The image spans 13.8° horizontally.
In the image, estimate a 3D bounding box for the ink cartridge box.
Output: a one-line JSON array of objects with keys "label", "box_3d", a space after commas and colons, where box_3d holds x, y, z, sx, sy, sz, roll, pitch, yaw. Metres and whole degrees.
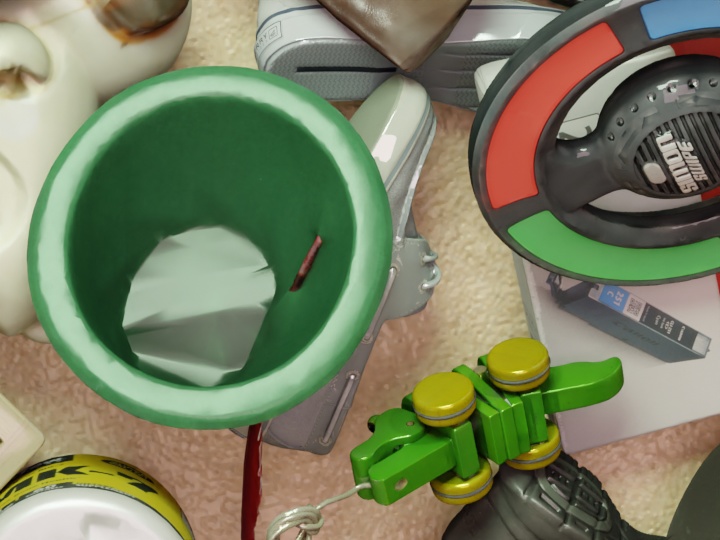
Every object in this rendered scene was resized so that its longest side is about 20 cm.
[{"label": "ink cartridge box", "box_3d": [0.161, -0.025, 1.454, 0.175, 0.045, 0.201, -16, 115, -3]}]

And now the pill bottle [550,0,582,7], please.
[{"label": "pill bottle", "box_3d": [0.126, -0.183, 1.399, 0.113, 0.200, 0.114, 0, 92, -6]}]

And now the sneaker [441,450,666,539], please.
[{"label": "sneaker", "box_3d": [0.124, 0.170, 1.485, 0.200, 0.076, 0.091, 39, 115, -14]}]

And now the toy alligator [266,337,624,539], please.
[{"label": "toy alligator", "box_3d": [0.032, 0.078, 1.415, 0.199, 0.054, 0.059, -24, 125, -18]}]

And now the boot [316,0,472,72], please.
[{"label": "boot", "box_3d": [0.004, -0.213, 1.415, 0.200, 0.064, 0.187, 31, 95, 22]}]

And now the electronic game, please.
[{"label": "electronic game", "box_3d": [0.147, -0.064, 1.353, 0.199, 0.200, 0.042, -10, 50, -4]}]

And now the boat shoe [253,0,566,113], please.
[{"label": "boat shoe", "box_3d": [0.046, -0.122, 1.460, 0.199, 0.074, 0.067, 5, 54, -16]}]

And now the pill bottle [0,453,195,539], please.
[{"label": "pill bottle", "box_3d": [-0.131, 0.147, 1.392, 0.114, 0.200, 0.115, 0, 93, -5]}]

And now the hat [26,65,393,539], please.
[{"label": "hat", "box_3d": [-0.075, 0.024, 1.426, 0.165, 0.176, 0.201, 23, 73, 6]}]

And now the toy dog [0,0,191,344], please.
[{"label": "toy dog", "box_3d": [-0.159, -0.081, 1.411, 0.193, 0.140, 0.200, 32, 86, 0]}]

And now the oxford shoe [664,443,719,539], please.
[{"label": "oxford shoe", "box_3d": [0.227, 0.097, 1.471, 0.200, 0.071, 0.071, -47, 130, -16]}]

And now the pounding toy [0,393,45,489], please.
[{"label": "pounding toy", "box_3d": [-0.292, 0.085, 1.423, 0.184, 0.142, 0.200, 45, 82, -11]}]

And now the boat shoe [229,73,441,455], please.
[{"label": "boat shoe", "box_3d": [0.000, 0.001, 1.455, 0.071, 0.070, 0.201, 21, 109, -15]}]
